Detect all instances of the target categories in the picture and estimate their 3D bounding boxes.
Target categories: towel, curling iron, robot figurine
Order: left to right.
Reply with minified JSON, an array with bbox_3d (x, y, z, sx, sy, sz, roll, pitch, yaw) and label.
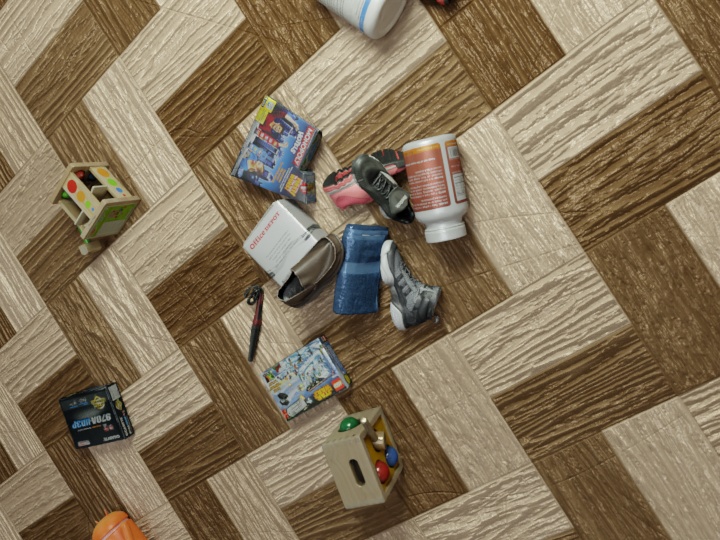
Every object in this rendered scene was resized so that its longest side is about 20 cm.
[{"bbox_3d":[-0.696,0.789,1.676,0.116,0.144,0.200,-42,84,-16],"label":"robot figurine"},{"bbox_3d":[-0.267,0.130,1.424,0.049,0.026,0.203,0,108,-18],"label":"curling iron"},{"bbox_3d":[0.000,0.000,1.255,0.048,0.110,0.203,28,114,51],"label":"towel"}]

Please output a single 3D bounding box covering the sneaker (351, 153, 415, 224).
[{"bbox_3d":[0.055,-0.158,1.155,0.067,0.200,0.090,-49,48,-5],"label":"sneaker"}]

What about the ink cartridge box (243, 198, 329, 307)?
[{"bbox_3d":[-0.146,-0.042,1.313,0.200,0.086,0.147,45,112,8],"label":"ink cartridge box"}]

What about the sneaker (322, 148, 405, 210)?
[{"bbox_3d":[0.021,-0.193,1.241,0.198,0.074,0.087,-19,126,15],"label":"sneaker"}]

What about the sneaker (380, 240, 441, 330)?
[{"bbox_3d":[0.113,0.027,1.240,0.112,0.075,0.203,-8,104,21],"label":"sneaker"}]

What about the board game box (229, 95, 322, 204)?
[{"bbox_3d":[-0.165,-0.249,1.290,0.199,0.062,0.201,35,111,9],"label":"board game box"}]

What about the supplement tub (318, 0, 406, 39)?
[{"bbox_3d":[-0.015,-0.564,1.131,0.199,0.132,0.133,38,111,8],"label":"supplement tub"}]

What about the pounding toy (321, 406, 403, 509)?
[{"bbox_3d":[0.014,0.400,1.293,0.141,0.184,0.203,-20,94,22],"label":"pounding toy"}]

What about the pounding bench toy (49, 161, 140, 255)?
[{"bbox_3d":[-0.701,-0.159,1.474,0.156,0.124,0.200,45,112,6],"label":"pounding bench toy"}]

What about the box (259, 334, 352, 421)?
[{"bbox_3d":[-0.133,0.262,1.397,0.199,0.040,0.138,-32,88,23],"label":"box"}]

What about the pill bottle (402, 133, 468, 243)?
[{"bbox_3d":[0.155,-0.164,1.161,0.111,0.112,0.203,-9,98,21],"label":"pill bottle"}]

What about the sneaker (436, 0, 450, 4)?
[{"bbox_3d":[0.138,-0.616,1.095,0.096,0.071,0.204,8,105,16],"label":"sneaker"}]

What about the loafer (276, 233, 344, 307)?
[{"bbox_3d":[-0.108,0.007,1.218,0.073,0.071,0.201,46,113,22],"label":"loafer"}]

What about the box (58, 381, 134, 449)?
[{"bbox_3d":[-0.762,0.420,1.660,0.197,0.046,0.161,-15,95,22],"label":"box"}]
